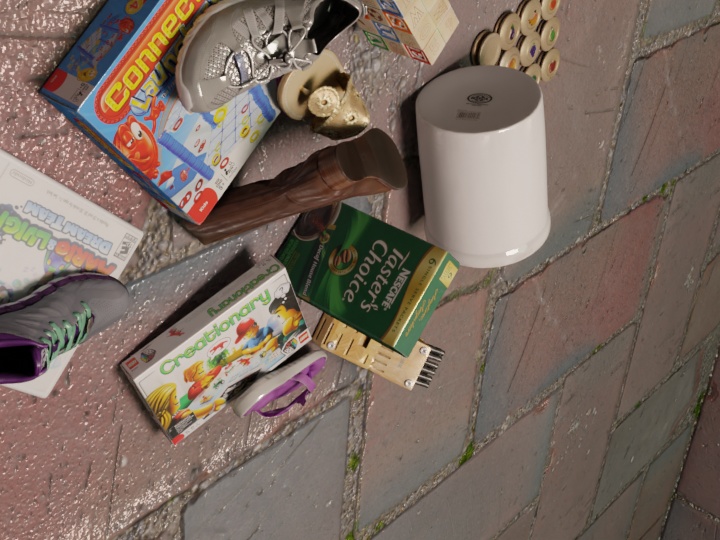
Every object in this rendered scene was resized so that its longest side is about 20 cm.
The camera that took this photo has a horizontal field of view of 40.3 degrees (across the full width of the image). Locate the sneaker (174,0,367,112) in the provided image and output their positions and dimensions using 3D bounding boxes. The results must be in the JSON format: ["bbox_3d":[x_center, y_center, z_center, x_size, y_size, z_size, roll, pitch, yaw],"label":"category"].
[{"bbox_3d":[-0.077,-0.203,0.853,0.200,0.082,0.075,-45,143,-25],"label":"sneaker"}]

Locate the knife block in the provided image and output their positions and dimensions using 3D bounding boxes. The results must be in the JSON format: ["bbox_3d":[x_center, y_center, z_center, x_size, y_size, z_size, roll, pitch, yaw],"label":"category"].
[{"bbox_3d":[0.024,0.098,1.341,0.198,0.176,0.065,26,91,-12],"label":"knife block"}]

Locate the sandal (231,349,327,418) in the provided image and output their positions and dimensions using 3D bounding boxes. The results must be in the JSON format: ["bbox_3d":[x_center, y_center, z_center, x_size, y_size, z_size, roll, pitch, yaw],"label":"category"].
[{"bbox_3d":[-0.090,0.148,1.170,0.082,0.050,0.202,-42,171,23],"label":"sandal"}]

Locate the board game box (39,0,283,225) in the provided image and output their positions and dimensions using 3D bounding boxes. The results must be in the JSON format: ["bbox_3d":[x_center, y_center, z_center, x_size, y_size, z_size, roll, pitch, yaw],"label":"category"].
[{"bbox_3d":[-0.156,-0.175,0.890,0.201,0.056,0.196,-56,147,-10],"label":"board game box"}]

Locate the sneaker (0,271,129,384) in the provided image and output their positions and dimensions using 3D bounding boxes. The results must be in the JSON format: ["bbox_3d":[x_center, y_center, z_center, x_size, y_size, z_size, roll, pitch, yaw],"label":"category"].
[{"bbox_3d":[-0.267,0.062,0.833,0.199,0.087,0.075,-21,129,-45],"label":"sneaker"}]

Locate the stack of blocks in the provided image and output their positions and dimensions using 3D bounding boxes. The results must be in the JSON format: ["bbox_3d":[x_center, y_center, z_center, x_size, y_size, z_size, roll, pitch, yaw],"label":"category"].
[{"bbox_3d":[0.010,-0.298,0.978,0.059,0.115,0.200,-57,147,-7],"label":"stack of blocks"}]

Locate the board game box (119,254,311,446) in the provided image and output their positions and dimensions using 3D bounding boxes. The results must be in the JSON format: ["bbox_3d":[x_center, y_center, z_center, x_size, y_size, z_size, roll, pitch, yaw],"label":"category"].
[{"bbox_3d":[-0.152,0.087,1.072,0.199,0.035,0.127,-38,140,-18],"label":"board game box"}]

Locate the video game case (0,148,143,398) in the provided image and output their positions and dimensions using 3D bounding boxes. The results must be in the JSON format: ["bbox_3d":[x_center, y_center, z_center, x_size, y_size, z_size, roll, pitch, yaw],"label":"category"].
[{"bbox_3d":[-0.300,0.007,0.851,0.183,0.024,0.200,-60,147,-4],"label":"video game case"}]

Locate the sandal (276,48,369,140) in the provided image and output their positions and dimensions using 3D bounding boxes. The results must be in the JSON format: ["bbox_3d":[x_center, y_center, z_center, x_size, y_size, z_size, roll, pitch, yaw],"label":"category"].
[{"bbox_3d":[-0.017,-0.167,1.008,0.078,0.069,0.212,-58,168,4],"label":"sandal"}]

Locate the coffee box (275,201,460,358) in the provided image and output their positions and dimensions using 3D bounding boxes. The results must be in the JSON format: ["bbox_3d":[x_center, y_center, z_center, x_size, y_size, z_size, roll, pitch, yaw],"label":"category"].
[{"bbox_3d":[0.000,0.000,1.096,0.124,0.199,0.044,-58,146,-6],"label":"coffee box"}]

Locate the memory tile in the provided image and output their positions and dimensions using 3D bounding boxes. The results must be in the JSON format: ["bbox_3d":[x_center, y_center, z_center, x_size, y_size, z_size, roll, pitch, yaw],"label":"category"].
[{"bbox_3d":[0.220,-0.295,1.358,0.200,0.017,0.154,-40,141,-30],"label":"memory tile"}]

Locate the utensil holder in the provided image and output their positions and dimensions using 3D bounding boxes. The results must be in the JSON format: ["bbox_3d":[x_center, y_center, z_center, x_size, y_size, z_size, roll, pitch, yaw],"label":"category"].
[{"bbox_3d":[0.156,-0.134,1.250,0.170,0.169,0.201,-39,138,-31],"label":"utensil holder"}]

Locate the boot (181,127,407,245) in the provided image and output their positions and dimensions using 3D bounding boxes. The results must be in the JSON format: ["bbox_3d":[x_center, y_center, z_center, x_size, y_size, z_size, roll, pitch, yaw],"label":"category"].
[{"bbox_3d":[-0.067,-0.079,1.008,0.186,0.198,0.065,-7,77,-63],"label":"boot"}]
